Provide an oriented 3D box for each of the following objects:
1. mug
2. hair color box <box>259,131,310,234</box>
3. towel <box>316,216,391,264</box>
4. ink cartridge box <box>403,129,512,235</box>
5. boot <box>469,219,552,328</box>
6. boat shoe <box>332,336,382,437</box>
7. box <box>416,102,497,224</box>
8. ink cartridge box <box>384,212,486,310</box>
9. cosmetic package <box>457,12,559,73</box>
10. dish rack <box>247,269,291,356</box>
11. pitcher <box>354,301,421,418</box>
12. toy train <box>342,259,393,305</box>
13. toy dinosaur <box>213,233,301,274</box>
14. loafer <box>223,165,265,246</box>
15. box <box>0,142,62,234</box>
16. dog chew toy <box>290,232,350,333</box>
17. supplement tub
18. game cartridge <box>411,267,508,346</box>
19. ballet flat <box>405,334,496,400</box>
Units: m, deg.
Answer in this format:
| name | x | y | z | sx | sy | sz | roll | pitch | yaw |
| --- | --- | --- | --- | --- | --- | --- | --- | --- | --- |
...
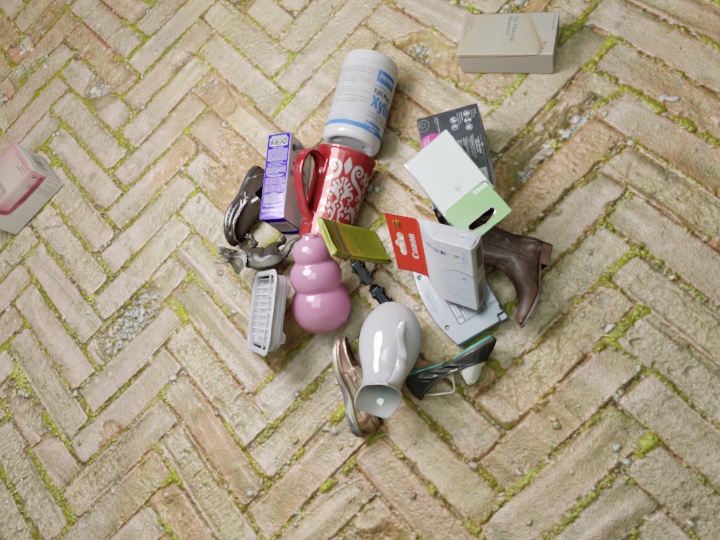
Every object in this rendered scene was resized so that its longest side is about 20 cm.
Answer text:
| name | x | y | z | sx | sy | sz | roll | pitch | yaw |
| --- | --- | --- | --- | --- | --- | --- | --- | --- | --- |
| mug | -0.076 | -0.161 | 1.233 | 0.176 | 0.133 | 0.202 | 16 | 85 | -17 |
| hair color box | -0.167 | -0.194 | 1.293 | 0.064 | 0.109 | 0.202 | 0 | 75 | 20 |
| towel | -0.009 | -0.059 | 1.157 | 0.018 | 0.199 | 0.087 | -34 | 68 | 28 |
| ink cartridge box | 0.182 | -0.149 | 1.065 | 0.104 | 0.059 | 0.201 | -38 | 75 | 10 |
| boot | 0.250 | -0.004 | 1.101 | 0.198 | 0.064 | 0.188 | 19 | 68 | 6 |
| boat shoe | -0.004 | 0.227 | 1.150 | 0.071 | 0.076 | 0.202 | -18 | 80 | 10 |
| box | 0.201 | -0.212 | 1.169 | 0.131 | 0.115 | 0.202 | -12 | 75 | 14 |
| ink cartridge box | 0.133 | -0.019 | 1.071 | 0.199 | 0.161 | 0.047 | 17 | 54 | 30 |
| cosmetic package | 0.316 | -0.485 | 1.224 | 0.198 | 0.073 | 0.104 | 7 | 78 | 21 |
| dish rack | -0.192 | 0.088 | 1.202 | 0.043 | 0.200 | 0.173 | 7 | 85 | -23 |
| pitcher | 0.060 | 0.149 | 1.074 | 0.120 | 0.172 | 0.201 | 22 | 50 | -9 |
| toy train | 0.000 | 0.000 | 1.178 | 0.034 | 0.046 | 0.200 | -38 | 99 | -2 |
| toy dinosaur | -0.213 | -0.032 | 1.271 | 0.198 | 0.077 | 0.103 | 2 | 42 | 1 |
| loafer | -0.254 | -0.148 | 1.329 | 0.071 | 0.073 | 0.202 | 16 | 81 | 24 |
| box | -0.945 | -0.222 | 1.567 | 0.200 | 0.109 | 0.128 | -45 | 67 | 3 |
| dog chew toy | -0.089 | 0.024 | 1.172 | 0.123 | 0.125 | 0.202 | -3 | 108 | 18 |
| supplement tub | 0.001 | -0.366 | 1.269 | 0.131 | 0.132 | 0.202 | 11 | 81 | 21 |
| game cartridge | 0.189 | 0.043 | 1.149 | 0.132 | 0.041 | 0.201 | -29 | 68 | 6 |
| ballet flat | 0.182 | 0.193 | 1.100 | 0.199 | 0.068 | 0.069 | -29 | 78 | 21 |
